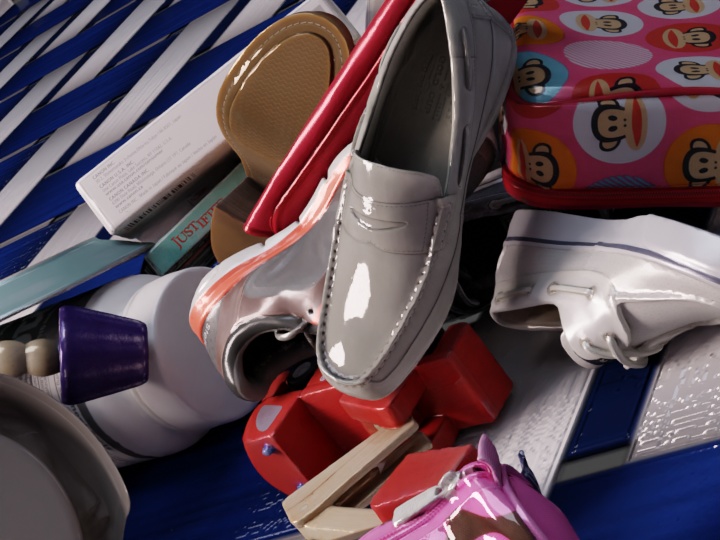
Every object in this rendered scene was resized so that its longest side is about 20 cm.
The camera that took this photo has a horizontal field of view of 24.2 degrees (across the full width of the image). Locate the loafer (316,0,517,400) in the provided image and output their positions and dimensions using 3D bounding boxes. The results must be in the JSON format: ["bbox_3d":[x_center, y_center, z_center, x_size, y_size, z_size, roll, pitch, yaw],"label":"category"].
[{"bbox_3d":[0.017,-0.037,0.800,0.070,0.070,0.200,14,88,30],"label":"loafer"}]

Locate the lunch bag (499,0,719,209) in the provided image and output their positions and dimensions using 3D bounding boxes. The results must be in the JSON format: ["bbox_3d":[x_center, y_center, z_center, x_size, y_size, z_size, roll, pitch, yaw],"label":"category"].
[{"bbox_3d":[0.161,-0.103,0.894,0.176,0.082,0.200,-2,28,7],"label":"lunch bag"}]

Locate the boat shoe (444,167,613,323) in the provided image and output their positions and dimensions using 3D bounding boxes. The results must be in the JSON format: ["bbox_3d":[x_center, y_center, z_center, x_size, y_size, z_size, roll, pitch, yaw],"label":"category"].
[{"bbox_3d":[0.050,-0.002,0.937,0.200,0.072,0.068,-22,22,18],"label":"boat shoe"}]

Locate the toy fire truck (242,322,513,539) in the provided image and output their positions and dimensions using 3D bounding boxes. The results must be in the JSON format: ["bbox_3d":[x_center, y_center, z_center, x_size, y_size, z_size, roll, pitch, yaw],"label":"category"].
[{"bbox_3d":[0.006,0.091,0.823,0.200,0.049,0.141,-18,27,42],"label":"toy fire truck"}]

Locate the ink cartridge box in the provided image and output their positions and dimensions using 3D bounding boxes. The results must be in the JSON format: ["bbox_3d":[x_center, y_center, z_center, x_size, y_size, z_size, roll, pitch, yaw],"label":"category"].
[{"bbox_3d":[-0.088,-0.095,1.131,0.200,0.045,0.176,-38,-3,-1],"label":"ink cartridge box"}]

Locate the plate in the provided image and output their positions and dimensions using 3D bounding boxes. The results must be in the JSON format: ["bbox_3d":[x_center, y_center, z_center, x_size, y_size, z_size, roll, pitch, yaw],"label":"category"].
[{"bbox_3d":[-0.225,0.018,1.074,0.200,0.026,0.200,-27,3,2],"label":"plate"}]

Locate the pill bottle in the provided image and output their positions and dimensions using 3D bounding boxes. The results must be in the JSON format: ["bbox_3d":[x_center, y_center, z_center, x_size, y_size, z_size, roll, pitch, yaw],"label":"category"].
[{"bbox_3d":[-0.156,0.067,1.055,0.200,0.113,0.113,-19,27,41],"label":"pill bottle"}]

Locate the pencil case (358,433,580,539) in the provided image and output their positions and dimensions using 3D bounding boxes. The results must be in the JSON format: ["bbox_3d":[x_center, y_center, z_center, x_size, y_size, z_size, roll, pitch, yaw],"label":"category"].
[{"bbox_3d":[-0.003,0.152,0.641,0.200,0.094,0.091,-36,20,6],"label":"pencil case"}]

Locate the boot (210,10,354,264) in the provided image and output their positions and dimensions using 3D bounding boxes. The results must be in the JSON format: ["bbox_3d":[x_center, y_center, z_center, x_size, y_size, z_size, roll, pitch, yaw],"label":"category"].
[{"bbox_3d":[-0.020,-0.101,1.004,0.155,0.074,0.200,-46,-13,-43],"label":"boot"}]

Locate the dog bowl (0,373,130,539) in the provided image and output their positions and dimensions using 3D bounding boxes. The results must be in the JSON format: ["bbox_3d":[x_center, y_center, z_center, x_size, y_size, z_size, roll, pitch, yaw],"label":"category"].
[{"bbox_3d":[-0.216,0.152,0.866,0.200,0.200,0.059,-47,0,-25],"label":"dog bowl"}]

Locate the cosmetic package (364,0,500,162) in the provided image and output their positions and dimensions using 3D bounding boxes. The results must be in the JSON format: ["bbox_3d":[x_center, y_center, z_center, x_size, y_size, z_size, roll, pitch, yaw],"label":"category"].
[{"bbox_3d":[0.052,-0.115,1.014,0.071,0.105,0.200,3,8,9],"label":"cosmetic package"}]

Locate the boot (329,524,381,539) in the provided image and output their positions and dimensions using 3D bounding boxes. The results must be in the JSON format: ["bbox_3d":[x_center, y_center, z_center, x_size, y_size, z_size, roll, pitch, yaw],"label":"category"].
[{"bbox_3d":[-0.038,0.157,0.733,0.200,0.074,0.075,-33,10,18],"label":"boot"}]

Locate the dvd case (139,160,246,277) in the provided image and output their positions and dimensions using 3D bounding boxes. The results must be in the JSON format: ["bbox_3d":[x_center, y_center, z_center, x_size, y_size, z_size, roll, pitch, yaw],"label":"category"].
[{"bbox_3d":[-0.100,-0.030,1.164,0.146,0.022,0.200,-46,-2,-15],"label":"dvd case"}]

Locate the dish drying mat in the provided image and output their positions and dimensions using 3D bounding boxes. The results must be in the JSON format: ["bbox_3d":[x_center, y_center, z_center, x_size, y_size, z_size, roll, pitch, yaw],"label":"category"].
[{"bbox_3d":[0.016,-0.086,0.875,0.200,0.077,0.018,-55,48,30],"label":"dish drying mat"}]

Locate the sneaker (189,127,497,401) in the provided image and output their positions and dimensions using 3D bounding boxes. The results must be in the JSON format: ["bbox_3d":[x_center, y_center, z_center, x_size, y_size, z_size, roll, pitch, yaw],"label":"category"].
[{"bbox_3d":[0.000,0.000,0.878,0.200,0.077,0.082,-41,45,19],"label":"sneaker"}]

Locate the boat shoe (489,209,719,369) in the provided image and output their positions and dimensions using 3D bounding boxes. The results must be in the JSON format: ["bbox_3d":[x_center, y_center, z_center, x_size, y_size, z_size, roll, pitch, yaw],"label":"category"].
[{"bbox_3d":[0.124,0.015,0.790,0.200,0.071,0.070,11,78,59],"label":"boat shoe"}]

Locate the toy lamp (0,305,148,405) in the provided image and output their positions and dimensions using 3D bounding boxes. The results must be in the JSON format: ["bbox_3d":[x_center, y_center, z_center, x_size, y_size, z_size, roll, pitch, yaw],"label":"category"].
[{"bbox_3d":[-0.217,0.049,0.925,0.200,0.058,0.058,-2,17,-11],"label":"toy lamp"}]
